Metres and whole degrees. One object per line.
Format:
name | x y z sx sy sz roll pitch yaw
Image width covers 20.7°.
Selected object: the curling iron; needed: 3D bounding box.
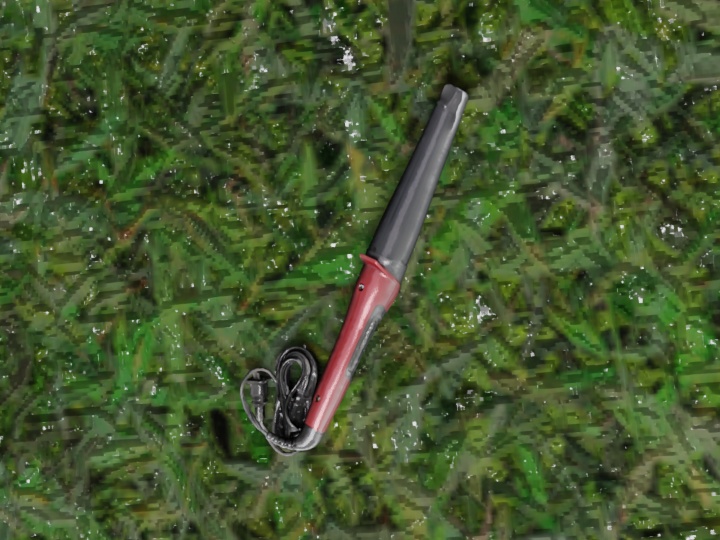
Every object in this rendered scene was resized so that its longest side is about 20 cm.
curling iron | 0.000 0.000 0.963 0.049 0.026 0.201 31 99 12
